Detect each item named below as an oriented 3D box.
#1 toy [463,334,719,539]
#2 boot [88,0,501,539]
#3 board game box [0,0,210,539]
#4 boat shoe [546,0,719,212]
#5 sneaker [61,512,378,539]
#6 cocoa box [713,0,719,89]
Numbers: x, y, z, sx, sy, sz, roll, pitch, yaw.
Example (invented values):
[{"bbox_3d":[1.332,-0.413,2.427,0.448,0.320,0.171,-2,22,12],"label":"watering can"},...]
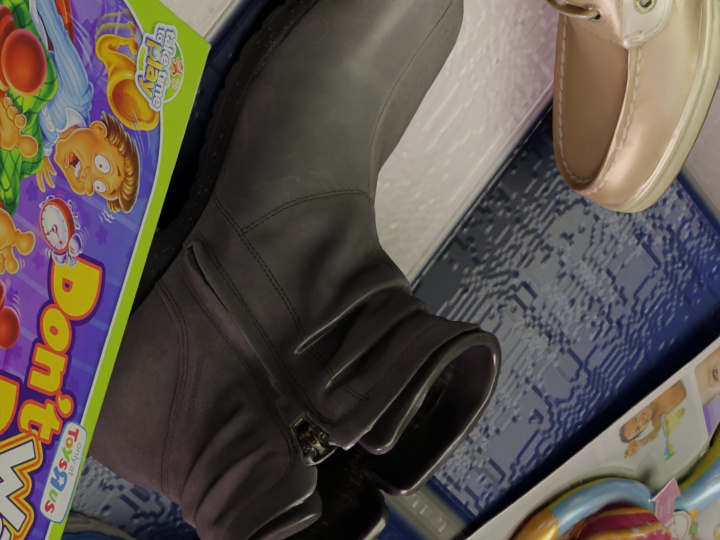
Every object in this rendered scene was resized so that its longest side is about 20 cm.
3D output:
[{"bbox_3d":[0.105,0.117,1.109,0.200,0.047,0.115,-39,133,-22],"label":"toy"},{"bbox_3d":[0.000,0.000,0.874,0.200,0.132,0.070,-57,138,-3],"label":"boot"},{"bbox_3d":[-0.120,-0.003,0.765,0.134,0.045,0.200,38,61,-49],"label":"board game box"},{"bbox_3d":[0.082,-0.112,0.943,0.065,0.072,0.200,-7,120,-27],"label":"boat shoe"},{"bbox_3d":[-0.036,0.131,0.947,0.200,0.089,0.079,6,110,-46],"label":"sneaker"},{"bbox_3d":[0.206,-0.155,0.954,0.131,0.133,0.200,-36,136,-57],"label":"cocoa box"}]
